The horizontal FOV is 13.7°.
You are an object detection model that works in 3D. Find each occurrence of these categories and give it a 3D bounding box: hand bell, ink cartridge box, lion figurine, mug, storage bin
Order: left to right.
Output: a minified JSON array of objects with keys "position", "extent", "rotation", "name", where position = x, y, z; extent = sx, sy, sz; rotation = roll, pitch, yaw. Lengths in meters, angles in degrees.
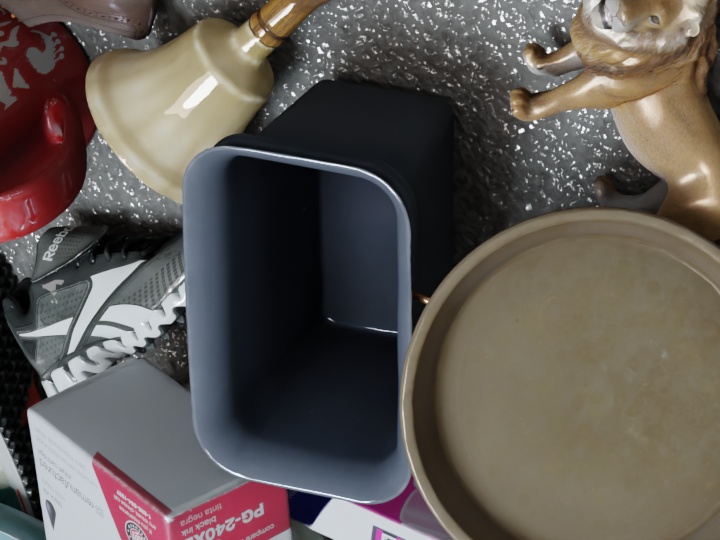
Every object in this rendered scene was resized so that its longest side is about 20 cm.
[{"position":[-0.227,-0.054,1.657],"extent":[0.177,0.200,0.134],"rotation":[30,129,15],"name":"mug"},{"position":[-0.107,0.173,1.690],"extent":[0.145,0.083,0.201],"rotation":[31,136,44],"name":"ink cartridge box"},{"position":[-0.043,-0.131,1.579],"extent":[0.200,0.104,0.104],"rotation":[-39,92,30],"name":"hand bell"},{"position":[0.000,0.000,1.577],"extent":[0.145,0.134,0.201],"rotation":[10,123,19],"name":"storage bin"},{"position":[0.054,0.134,1.649],"extent":[0.199,0.095,0.037],"rotation":[20,126,23],"name":"ink cartridge box"},{"position":[0.151,-0.071,1.492],"extent":[0.122,0.073,0.200],"rotation":[-15,122,31],"name":"lion figurine"}]

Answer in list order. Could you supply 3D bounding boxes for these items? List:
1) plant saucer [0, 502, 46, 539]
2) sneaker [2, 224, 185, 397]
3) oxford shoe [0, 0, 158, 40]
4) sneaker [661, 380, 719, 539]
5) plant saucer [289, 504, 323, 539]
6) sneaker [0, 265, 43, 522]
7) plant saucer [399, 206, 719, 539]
[{"position":[-0.220,0.189,1.864],"extent":[0.199,0.027,0.200],"rotation":[19,153,10],"name":"plant saucer"},{"position":[-0.145,0.006,1.726],"extent":[0.091,0.066,0.200],"rotation":[51,134,-5],"name":"sneaker"},{"position":[-0.202,-0.171,1.660],"extent":[0.199,0.071,0.073],"rotation":[16,129,25],"name":"oxford shoe"},{"position":[0.172,0.109,1.545],"extent":[0.200,0.085,0.077],"rotation":[52,168,-2],"name":"sneaker"},{"position":[-0.070,0.165,1.763],"extent":[0.200,0.050,0.201],"rotation":[32,137,35],"name":"plant saucer"},{"position":[-0.243,0.079,1.832],"extent":[0.093,0.070,0.200],"rotation":[-5,116,29],"name":"sneaker"},{"position":[0.119,0.066,1.496],"extent":[0.199,0.029,0.201],"rotation":[1,98,4],"name":"plant saucer"}]
